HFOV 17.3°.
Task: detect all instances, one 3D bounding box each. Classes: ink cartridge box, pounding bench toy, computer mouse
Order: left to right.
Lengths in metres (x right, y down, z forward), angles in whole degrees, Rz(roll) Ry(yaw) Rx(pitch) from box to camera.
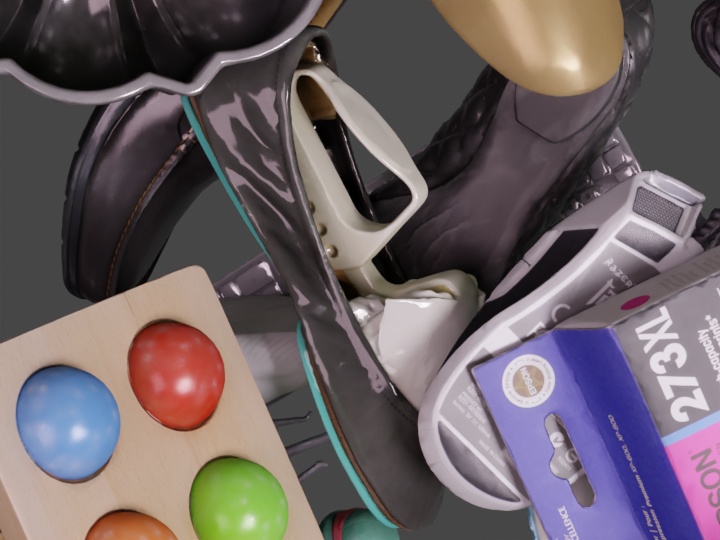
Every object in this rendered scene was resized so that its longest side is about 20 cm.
[{"bbox_3d":[-0.096,0.122,0.874,0.156,0.124,0.200,-24,90,44],"label":"pounding bench toy"},{"bbox_3d":[0.097,0.001,0.854,0.200,0.044,0.110,-43,110,2],"label":"computer mouse"},{"bbox_3d":[0.148,0.034,0.830,0.200,0.037,0.095,-25,102,-2],"label":"ink cartridge box"}]

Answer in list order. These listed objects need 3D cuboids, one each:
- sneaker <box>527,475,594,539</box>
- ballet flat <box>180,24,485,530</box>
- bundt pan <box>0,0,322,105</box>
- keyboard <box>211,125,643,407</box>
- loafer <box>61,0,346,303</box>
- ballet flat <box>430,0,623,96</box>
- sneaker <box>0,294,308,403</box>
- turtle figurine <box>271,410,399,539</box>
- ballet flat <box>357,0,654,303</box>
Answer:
[{"bbox_3d":[0.132,0.139,0.909,0.081,0.077,0.200,-30,96,19],"label":"sneaker"},{"bbox_3d":[0.000,0.000,0.872,0.068,0.068,0.200,-23,97,27],"label":"ballet flat"},{"bbox_3d":[-0.094,-0.149,0.834,0.202,0.076,0.202,1,81,-10],"label":"bundt pan"},{"bbox_3d":[0.020,-0.013,0.947,0.200,0.011,0.056,-32,90,27],"label":"keyboard"},{"bbox_3d":[-0.059,-0.063,0.936,0.072,0.073,0.200,30,115,9],"label":"loafer"},{"bbox_3d":[0.036,-0.152,0.831,0.063,0.069,0.200,103,144,-59],"label":"ballet flat"},{"bbox_3d":[-0.086,0.062,0.974,0.200,0.075,0.089,-10,94,41],"label":"sneaker"},{"bbox_3d":[-0.025,0.137,0.963,0.150,0.101,0.200,51,125,9],"label":"turtle figurine"},{"bbox_3d":[0.049,-0.030,0.905,0.066,0.057,0.200,45,122,7],"label":"ballet flat"}]
